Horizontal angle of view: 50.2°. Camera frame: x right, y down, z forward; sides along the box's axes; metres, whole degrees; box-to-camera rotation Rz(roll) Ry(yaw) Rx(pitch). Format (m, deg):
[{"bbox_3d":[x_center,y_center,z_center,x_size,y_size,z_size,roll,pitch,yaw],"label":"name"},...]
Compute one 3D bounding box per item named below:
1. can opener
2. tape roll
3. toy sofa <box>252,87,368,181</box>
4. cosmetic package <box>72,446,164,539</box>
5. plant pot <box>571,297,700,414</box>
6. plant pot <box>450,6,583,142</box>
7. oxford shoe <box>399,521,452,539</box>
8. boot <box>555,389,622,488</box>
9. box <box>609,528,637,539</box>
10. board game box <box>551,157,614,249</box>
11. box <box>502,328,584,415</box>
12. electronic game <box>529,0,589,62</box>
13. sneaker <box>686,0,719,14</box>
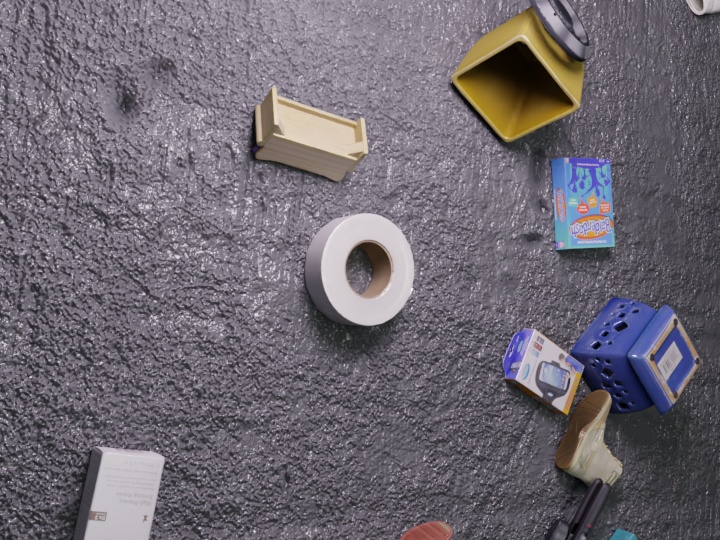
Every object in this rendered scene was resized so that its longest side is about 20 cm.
[{"bbox_3d":[0.477,0.540,1.655,0.078,0.063,0.201,36,90,-28],"label":"can opener"},{"bbox_3d":[0.000,0.000,1.403,0.200,0.070,0.206,2,86,-32],"label":"tape roll"},{"bbox_3d":[-0.092,-0.237,1.361,0.198,0.097,0.084,12,57,-30],"label":"toy sofa"},{"bbox_3d":[-0.370,0.375,1.159,0.101,0.074,0.203,13,80,-30],"label":"cosmetic package"},{"bbox_3d":[0.626,0.194,1.717,0.200,0.179,0.201,-44,110,-25],"label":"plant pot"},{"bbox_3d":[0.336,-0.425,1.567,0.195,0.193,0.201,41,54,-23],"label":"plant pot"},{"bbox_3d":[0.096,0.551,1.454,0.199,0.070,0.075,-27,127,-30],"label":"oxford shoe"},{"bbox_3d":[0.532,0.384,1.714,0.154,0.072,0.201,38,75,-24],"label":"boot"},{"bbox_3d":[0.562,0.687,1.732,0.200,0.049,0.083,-40,108,-27],"label":"box"},{"bbox_3d":[0.503,-0.150,1.734,0.150,0.045,0.203,-4,91,-32],"label":"board game box"},{"bbox_3d":[0.391,0.214,1.654,0.199,0.041,0.120,34,71,-28],"label":"box"},{"bbox_3d":[0.374,-0.485,1.468,0.199,0.041,0.202,32,41,-33],"label":"electronic game"},{"bbox_3d":[0.882,-0.762,1.976,0.115,0.073,0.203,-21,100,-33],"label":"sneaker"}]
